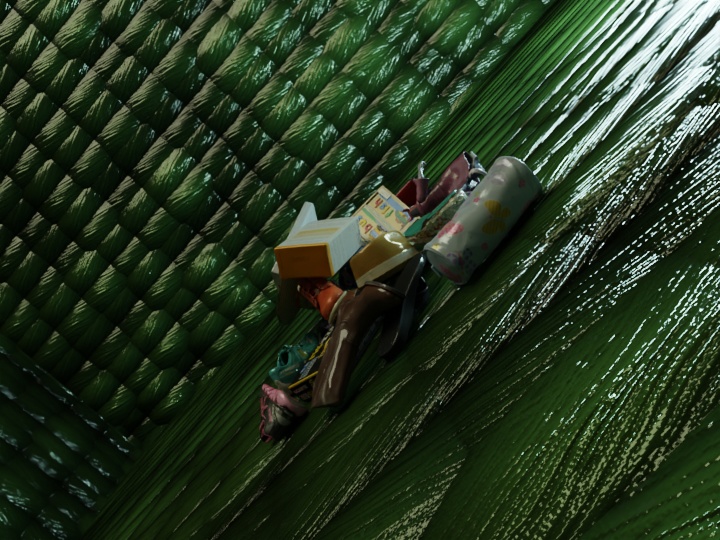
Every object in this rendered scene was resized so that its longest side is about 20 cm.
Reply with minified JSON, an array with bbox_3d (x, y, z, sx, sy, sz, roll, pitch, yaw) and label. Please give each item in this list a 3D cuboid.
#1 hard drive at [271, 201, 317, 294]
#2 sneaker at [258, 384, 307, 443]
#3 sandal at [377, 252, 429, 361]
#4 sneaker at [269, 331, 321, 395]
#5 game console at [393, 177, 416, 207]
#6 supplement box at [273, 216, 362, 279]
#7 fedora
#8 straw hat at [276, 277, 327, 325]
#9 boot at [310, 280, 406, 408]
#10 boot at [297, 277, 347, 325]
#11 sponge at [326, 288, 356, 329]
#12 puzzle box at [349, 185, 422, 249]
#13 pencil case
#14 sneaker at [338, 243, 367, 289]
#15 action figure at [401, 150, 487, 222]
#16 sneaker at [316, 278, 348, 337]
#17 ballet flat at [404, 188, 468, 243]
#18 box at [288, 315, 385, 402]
[{"bbox_3d":[-0.151,-0.044,1.288,0.133,0.026,0.202,82,-154,-59],"label":"hard drive"},{"bbox_3d":[-0.168,0.277,1.032,0.096,0.078,0.200,-62,11,-16],"label":"sneaker"},{"bbox_3d":[0.076,0.061,0.869,0.075,0.048,0.202,-39,25,51],"label":"sandal"},{"bbox_3d":[-0.143,0.194,1.223,0.077,0.080,0.200,-43,9,28],"label":"sneaker"},{"bbox_3d":[0.098,-0.137,1.402,0.200,0.172,0.119,-46,35,9],"label":"game console"},{"bbox_3d":[-0.087,-0.051,1.188,0.124,0.075,0.200,-4,20,22],"label":"supplement box"},{"bbox_3d":[0.043,-0.020,1.054,0.199,0.083,0.201,-30,-5,-3],"label":"fedora"},{"bbox_3d":[-0.117,0.045,1.282,0.201,0.084,0.204,16,-90,-78],"label":"straw hat"},{"bbox_3d":[-0.011,0.124,0.834,0.186,0.064,0.202,-27,39,66],"label":"boot"},{"bbox_3d":[-0.086,0.051,1.138,0.076,0.106,0.200,-59,13,0],"label":"boot"},{"bbox_3d":[0.006,0.058,1.252,0.201,0.030,0.111,-53,11,-33],"label":"sponge"},{"bbox_3d":[0.063,-0.100,1.258,0.133,0.025,0.200,-45,50,1],"label":"puzzle box"},{"bbox_3d":[0.180,-0.075,0.805,0.201,0.083,0.091,-50,15,-9],"label":"pencil case"},{"bbox_3d":[0.000,0.000,1.217,0.082,0.074,0.200,-45,1,-18],"label":"sneaker"},{"bbox_3d":[0.178,-0.155,1.144,0.199,0.134,0.150,-36,38,15],"label":"action figure"},{"bbox_3d":[-0.077,0.092,1.339,0.074,0.081,0.200,-43,10,26],"label":"sneaker"},{"bbox_3d":[0.153,-0.089,1.066,0.076,0.064,0.200,-50,6,-29],"label":"ballet flat"},{"bbox_3d":[-0.039,0.145,1.032,0.159,0.049,0.201,-40,11,51],"label":"box"}]
